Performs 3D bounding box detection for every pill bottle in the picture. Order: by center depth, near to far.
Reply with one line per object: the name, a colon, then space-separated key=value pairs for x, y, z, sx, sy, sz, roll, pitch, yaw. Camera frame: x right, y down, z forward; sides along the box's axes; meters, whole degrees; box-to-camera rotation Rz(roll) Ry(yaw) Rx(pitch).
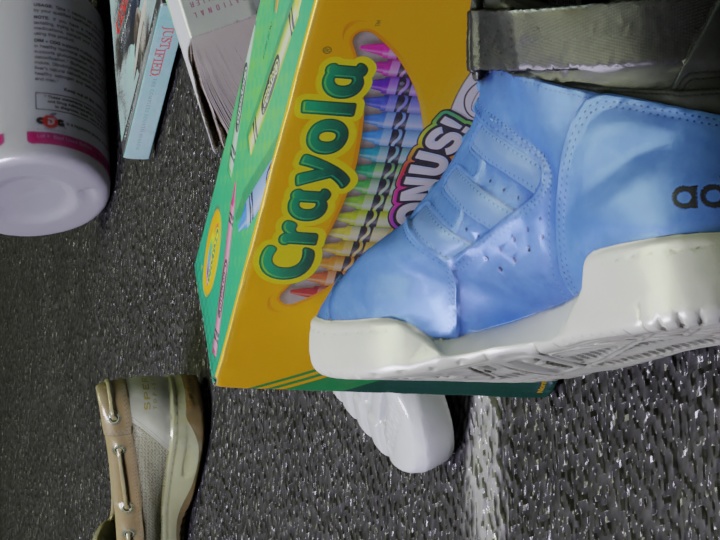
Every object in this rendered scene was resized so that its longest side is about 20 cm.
pill bottle: x=-0.239 y=-0.137 z=1.759 sx=0.113 sy=0.113 sz=0.201 roll=118 pitch=151 yaw=-57

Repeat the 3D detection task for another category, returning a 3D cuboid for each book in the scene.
book: x=-0.069 y=-0.158 z=0.879 sx=0.134 sy=0.048 sz=0.201 roll=70 pitch=-179 yaw=-76

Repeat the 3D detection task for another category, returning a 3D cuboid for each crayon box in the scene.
crayon box: x=0.025 y=-0.048 z=0.755 sx=0.058 sy=0.118 sz=0.201 roll=-102 pitch=21 yaw=-43

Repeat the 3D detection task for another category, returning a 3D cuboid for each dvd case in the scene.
dvd case: x=-0.139 y=-0.194 z=1.574 sx=0.146 sy=0.022 sz=0.201 roll=111 pitch=155 yaw=-50

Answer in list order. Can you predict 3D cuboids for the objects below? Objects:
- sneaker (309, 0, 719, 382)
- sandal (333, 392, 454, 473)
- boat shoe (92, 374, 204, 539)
sneaker: x=0.050 y=-0.028 z=0.692 sx=0.200 sy=0.076 sz=0.112 roll=-16 pitch=74 yaw=59
sandal: x=0.000 y=0.005 z=0.983 sx=0.083 sy=0.050 sz=0.203 roll=87 pitch=160 yaw=-45
boat shoe: x=-0.135 y=0.145 z=1.416 sx=0.073 sy=0.063 sz=0.201 roll=-105 pitch=24 yaw=-50
